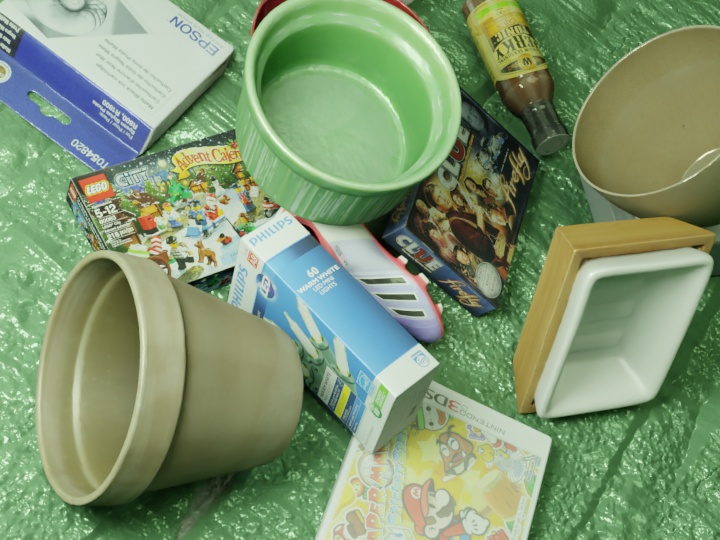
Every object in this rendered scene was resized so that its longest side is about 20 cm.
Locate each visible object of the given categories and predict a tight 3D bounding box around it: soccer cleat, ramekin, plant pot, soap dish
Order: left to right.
[{"bbox_3d":[-0.149,0.095,1.087,0.172,0.200,0.202,10,55,-36],"label":"plant pot"},{"bbox_3d":[-0.017,-0.139,1.187,0.198,0.098,0.202,8,63,-16],"label":"ramekin"},{"bbox_3d":[0.000,0.000,1.246,0.076,0.067,0.201,-43,104,-17],"label":"soccer cleat"},{"bbox_3d":[0.233,0.041,1.255,0.156,0.201,0.081,-6,41,-23],"label":"soap dish"},{"bbox_3d":[0.328,-0.119,1.310,0.134,0.199,0.202,41,46,-36],"label":"plant pot"}]

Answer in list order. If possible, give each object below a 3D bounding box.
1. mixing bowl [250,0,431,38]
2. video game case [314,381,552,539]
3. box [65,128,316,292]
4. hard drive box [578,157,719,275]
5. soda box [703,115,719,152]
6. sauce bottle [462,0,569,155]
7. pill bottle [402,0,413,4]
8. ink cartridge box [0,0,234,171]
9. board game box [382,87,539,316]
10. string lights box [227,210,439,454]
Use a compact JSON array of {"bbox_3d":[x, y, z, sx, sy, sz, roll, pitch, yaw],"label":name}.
[{"bbox_3d":[-0.026,-0.186,1.336,0.198,0.109,0.202,9,59,-16],"label":"mixing bowl"},{"bbox_3d":[0.070,0.198,1.192,0.181,0.023,0.201,25,55,-5],"label":"video game case"},{"bbox_3d":[-0.156,-0.050,1.245,0.199,0.038,0.137,-21,70,-30],"label":"box"},{"bbox_3d":[0.351,-0.078,1.437,0.198,0.077,0.157,0,61,-21],"label":"hard drive box"},{"bbox_3d":[0.448,-0.092,1.397,0.200,0.064,0.068,44,55,7],"label":"soda box"},{"bbox_3d":[0.175,-0.220,1.462,0.064,0.065,0.202,-11,65,-26],"label":"sauce bottle"},{"bbox_3d":[0.008,-0.390,1.470,0.111,0.112,0.202,-3,62,-23],"label":"pill bottle"},{"bbox_3d":[-0.257,-0.211,1.302,0.199,0.041,0.200,36,54,2],"label":"ink cartridge box"},{"bbox_3d":[0.105,-0.074,1.334,0.135,0.034,0.201,38,51,-24],"label":"board game box"},{"bbox_3d":[-0.028,0.054,1.178,0.059,0.103,0.200,-34,68,-32],"label":"string lights box"}]
